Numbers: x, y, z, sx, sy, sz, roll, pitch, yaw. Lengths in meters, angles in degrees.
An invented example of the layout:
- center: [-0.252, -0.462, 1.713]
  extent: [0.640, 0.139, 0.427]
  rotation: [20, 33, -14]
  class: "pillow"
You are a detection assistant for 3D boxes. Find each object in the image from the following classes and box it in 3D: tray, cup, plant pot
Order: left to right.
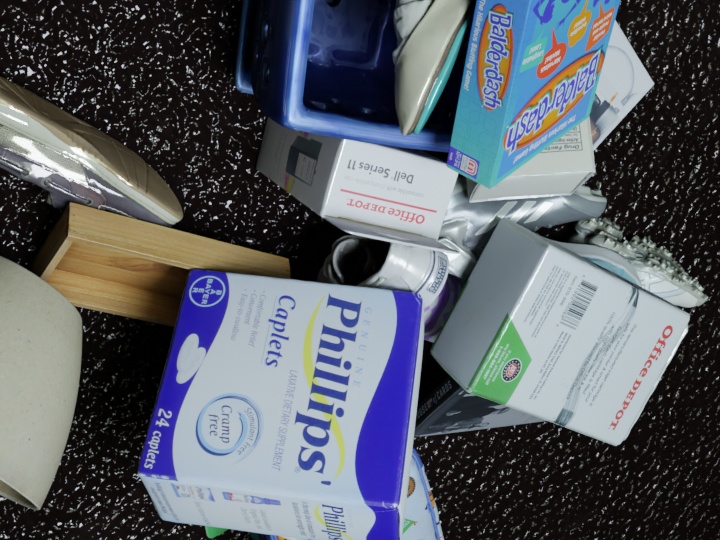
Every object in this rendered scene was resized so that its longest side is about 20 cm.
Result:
- center: [-0.297, 0.072, 0.794]
  extent: [0.200, 0.199, 0.144]
  rotation: [44, 61, -32]
  class: "cup"
- center: [-0.169, 0.005, 0.876]
  extent: [0.198, 0.037, 0.099]
  rotation: [16, 142, -30]
  class: "tray"
- center: [0.006, -0.213, 0.824]
  extent: [0.198, 0.180, 0.203]
  rotation: [3, 105, -27]
  class: "plant pot"

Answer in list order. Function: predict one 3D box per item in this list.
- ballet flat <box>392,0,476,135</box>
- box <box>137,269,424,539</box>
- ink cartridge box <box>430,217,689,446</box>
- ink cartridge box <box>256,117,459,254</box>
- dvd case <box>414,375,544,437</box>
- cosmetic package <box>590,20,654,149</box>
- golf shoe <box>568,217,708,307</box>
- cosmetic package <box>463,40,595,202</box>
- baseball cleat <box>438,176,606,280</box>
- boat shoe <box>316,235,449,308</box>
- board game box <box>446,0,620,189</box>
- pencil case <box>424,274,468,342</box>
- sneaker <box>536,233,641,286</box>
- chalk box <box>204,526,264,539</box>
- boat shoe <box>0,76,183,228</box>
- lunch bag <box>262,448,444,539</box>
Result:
- center: [0.061, -0.194, 0.725]
  extent: [0.069, 0.069, 0.202]
  rotation: [31, 88, -33]
  class: "ballet flat"
- center: [-0.054, 0.108, 0.820]
  extent: [0.197, 0.186, 0.105]
  rotation: [6, 147, 5]
  class: "box"
- center: [0.186, 0.060, 0.947]
  extent: [0.198, 0.083, 0.148]
  rotation: [24, 99, -31]
  class: "ink cartridge box"
- center: [0.002, -0.081, 0.864]
  extent: [0.116, 0.200, 0.068]
  rotation: [10, 105, -30]
  class: "ink cartridge box"
- center: [0.160, 0.129, 1.077]
  extent: [0.198, 0.025, 0.151]
  rotation: [-3, 152, -26]
  class: "dvd case"
- center: [0.179, -0.170, 1.011]
  extent: [0.200, 0.052, 0.151]
  rotation: [-47, 120, -3]
  class: "cosmetic package"
- center: [0.295, 0.012, 1.140]
  extent: [0.198, 0.079, 0.098]
  rotation: [22, 115, -26]
  class: "golf shoe"
- center: [0.138, -0.169, 0.902]
  extent: [0.102, 0.087, 0.203]
  rotation: [-3, 80, -2]
  class: "cosmetic package"
- center: [0.131, -0.042, 0.968]
  extent: [0.197, 0.070, 0.108]
  rotation: [5, 96, -2]
  class: "baseball cleat"
- center: [0.000, 0.000, 0.903]
  extent: [0.065, 0.199, 0.073]
  rotation: [27, 81, -24]
  class: "boat shoe"
- center: [0.134, -0.178, 0.735]
  extent: [0.152, 0.045, 0.202]
  rotation: [-36, 146, -40]
  class: "board game box"
- center: [0.113, 0.042, 1.044]
  extent: [0.198, 0.084, 0.087]
  rotation: [22, 64, -33]
  class: "pencil case"
- center: [0.202, 0.017, 1.032]
  extent: [0.198, 0.083, 0.074]
  rotation: [13, 129, -18]
  class: "sneaker"
- center: [-0.062, 0.190, 0.983]
  extent: [0.198, 0.124, 0.126]
  rotation: [-15, 116, -20]
  class: "chalk box"
- center: [-0.234, -0.082, 0.824]
  extent: [0.199, 0.072, 0.065]
  rotation: [32, 107, -37]
  class: "boat shoe"
- center: [-0.010, 0.238, 0.913]
  extent: [0.159, 0.076, 0.202]
  rotation: [-22, 118, -15]
  class: "lunch bag"
